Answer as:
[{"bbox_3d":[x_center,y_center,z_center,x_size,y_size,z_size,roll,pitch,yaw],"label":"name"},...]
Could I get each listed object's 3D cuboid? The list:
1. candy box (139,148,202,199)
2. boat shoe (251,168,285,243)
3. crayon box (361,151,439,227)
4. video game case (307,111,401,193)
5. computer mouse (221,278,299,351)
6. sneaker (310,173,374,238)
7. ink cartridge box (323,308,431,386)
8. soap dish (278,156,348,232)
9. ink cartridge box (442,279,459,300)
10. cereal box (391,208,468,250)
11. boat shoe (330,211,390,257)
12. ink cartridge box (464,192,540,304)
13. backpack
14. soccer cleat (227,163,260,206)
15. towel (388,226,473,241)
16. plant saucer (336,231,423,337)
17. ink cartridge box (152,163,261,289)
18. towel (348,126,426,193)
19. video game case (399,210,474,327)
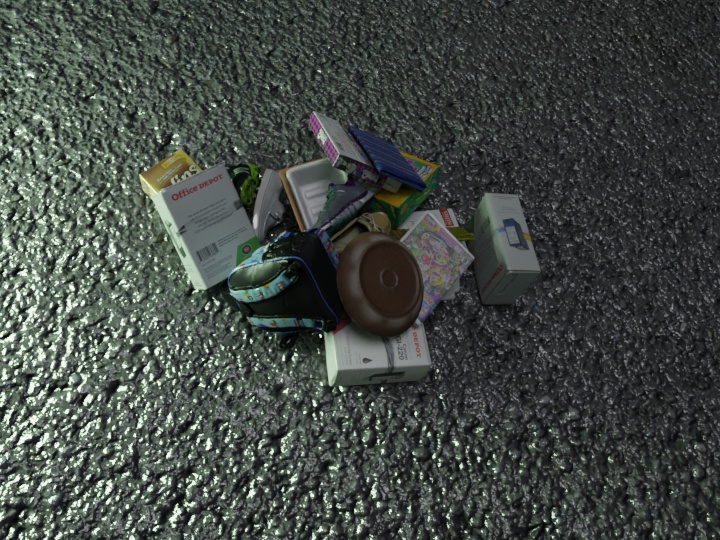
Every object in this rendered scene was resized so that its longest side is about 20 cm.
[{"bbox_3d":[-0.369,-0.156,1.269,0.200,0.056,0.115,44,61,13],"label":"candy box"},{"bbox_3d":[-0.198,-0.136,1.299,0.066,0.073,0.204,12,49,-6],"label":"boat shoe"},{"bbox_3d":[0.089,-0.193,1.370,0.116,0.060,0.200,24,48,24],"label":"crayon box"},{"bbox_3d":[-0.014,-0.265,1.312,0.177,0.036,0.202,17,31,-36],"label":"video game case"},{"bbox_3d":[-0.179,0.052,1.197,0.199,0.046,0.140,40,60,11],"label":"computer mouse"},{"bbox_3d":[-0.058,-0.127,1.212,0.088,0.075,0.199,44,49,7],"label":"sneaker"},{"bbox_3d":[0.031,0.143,1.173,0.193,0.086,0.150,0,59,-16],"label":"ink cartridge box"},{"bbox_3d":[-0.079,-0.138,1.289,0.153,0.081,0.206,-19,83,-23],"label":"soap dish"},{"bbox_3d":[0.138,0.004,1.261,0.193,0.067,0.122,-5,97,-17],"label":"ink cartridge box"},{"bbox_3d":[0.142,-0.067,1.350,0.193,0.040,0.148,-8,61,-17],"label":"cereal box"},{"bbox_3d":[-0.004,-0.071,1.200,0.198,0.064,0.073,-32,70,-34],"label":"boat shoe"},{"bbox_3d":[0.311,-0.046,1.316,0.084,0.147,0.206,2,58,-14],"label":"ink cartridge box"},{"bbox_3d":[-0.139,0.026,1.104,0.194,0.185,0.136,-11,36,28],"label":"backpack"},{"bbox_3d":[-0.263,-0.187,1.271,0.078,0.070,0.201,3,22,-5],"label":"soccer cleat"},{"bbox_3d":[0.147,-0.082,1.300,0.193,0.019,0.086,-3,23,-16],"label":"towel"},{"bbox_3d":[0.048,0.020,1.111,0.194,0.036,0.208,9,71,-27],"label":"plant saucer"},{"bbox_3d":[-0.301,-0.087,1.171,0.144,0.083,0.205,-30,104,-29],"label":"ink cartridge box"},{"bbox_3d":[0.058,-0.251,1.322,0.142,0.024,0.202,17,29,-35],"label":"towel"},{"bbox_3d":[0.126,-0.007,1.196,0.143,0.018,0.200,43,67,1],"label":"video game case"}]
